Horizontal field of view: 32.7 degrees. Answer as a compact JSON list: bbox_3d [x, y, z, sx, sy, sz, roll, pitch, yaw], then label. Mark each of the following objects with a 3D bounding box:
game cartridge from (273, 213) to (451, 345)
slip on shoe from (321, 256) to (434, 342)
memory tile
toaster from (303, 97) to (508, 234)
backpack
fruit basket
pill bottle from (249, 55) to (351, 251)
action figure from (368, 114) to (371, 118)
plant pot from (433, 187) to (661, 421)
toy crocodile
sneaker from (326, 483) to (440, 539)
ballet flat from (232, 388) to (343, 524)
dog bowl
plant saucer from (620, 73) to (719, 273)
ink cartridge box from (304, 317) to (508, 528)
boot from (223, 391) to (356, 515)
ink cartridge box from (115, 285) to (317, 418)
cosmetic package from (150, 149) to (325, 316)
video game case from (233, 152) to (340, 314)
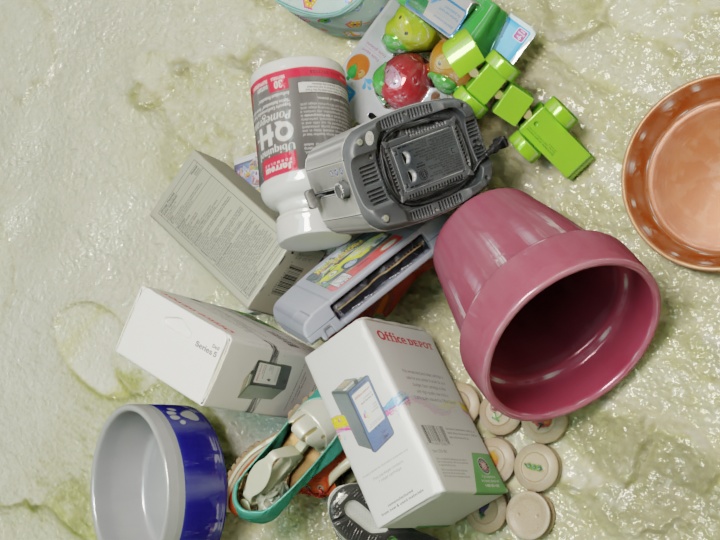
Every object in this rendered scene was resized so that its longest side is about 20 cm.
[{"bbox_3d":[0.000,0.000,1.309,0.200,0.041,0.133,-38,14,-12],"label":"game cartridge"},{"bbox_3d":[0.024,0.018,1.377,0.200,0.074,0.061,-31,103,14],"label":"slip on shoe"},{"bbox_3d":[0.120,0.197,1.302,0.200,0.017,0.154,6,83,32],"label":"memory tile"},{"bbox_3d":[0.039,-0.107,1.263,0.129,0.200,0.114,-7,105,59],"label":"toaster"},{"bbox_3d":[-0.024,-0.382,1.438,0.176,0.153,0.200,22,98,28],"label":"backpack"},{"bbox_3d":[0.069,-0.235,1.371,0.185,0.094,0.200,43,96,29],"label":"fruit basket"},{"bbox_3d":[-0.060,-0.127,1.361,0.111,0.111,0.200,-15,74,28],"label":"pill bottle"},{"bbox_3d":[0.010,-0.138,1.424,0.065,0.052,0.200,-40,64,13],"label":"action figure"},{"bbox_3d":[0.167,0.019,1.219,0.200,0.200,0.179,-49,44,14],"label":"plant pot"},{"bbox_3d":[0.164,-0.173,1.289,0.200,0.062,0.068,39,107,-8],"label":"toy crocodile"},{"bbox_3d":[0.042,0.299,1.301,0.076,0.115,0.201,-44,91,-10],"label":"sneaker"},{"bbox_3d":[-0.066,0.192,1.316,0.067,0.070,0.200,40,93,19],"label":"ballet flat"},{"bbox_3d":[-0.238,0.256,1.431,0.200,0.079,0.200,-7,81,53],"label":"dog bowl"},{"bbox_3d":[0.358,-0.095,1.210,0.200,0.032,0.201,-7,77,30],"label":"plant saucer"},{"bbox_3d":[0.047,0.157,1.259,0.087,0.145,0.200,-35,65,23],"label":"ink cartridge box"},{"bbox_3d":[-0.072,0.230,1.382,0.200,0.075,0.107,-43,66,15],"label":"boot"},{"bbox_3d":[-0.152,0.095,1.380,0.145,0.200,0.084,26,93,33],"label":"ink cartridge box"},{"bbox_3d":[-0.148,-0.045,1.462,0.200,0.073,0.104,42,102,31],"label":"cosmetic package"},{"bbox_3d":[-0.085,-0.058,1.481,0.143,0.018,0.200,-15,72,29],"label":"video game case"}]
